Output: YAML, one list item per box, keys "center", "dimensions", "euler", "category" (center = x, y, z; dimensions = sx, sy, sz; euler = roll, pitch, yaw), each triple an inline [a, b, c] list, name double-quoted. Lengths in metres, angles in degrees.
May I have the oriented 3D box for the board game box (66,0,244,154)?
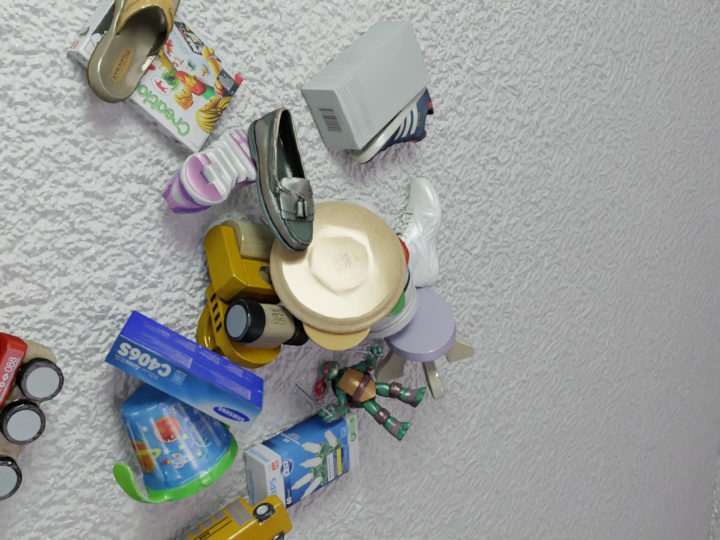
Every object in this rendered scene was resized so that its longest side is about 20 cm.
- center: [-0.250, -0.257, 0.941]
  dimensions: [0.200, 0.035, 0.127]
  euler: [41, 72, -44]
  category: "board game box"

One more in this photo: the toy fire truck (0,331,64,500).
- center: [-0.445, 0.145, 0.800]
  dimensions: [0.199, 0.128, 0.177]
  euler: [26, 82, -35]
  category: "toy fire truck"

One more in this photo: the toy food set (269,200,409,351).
- center: [-0.027, -0.004, 1.044]
  dimensions: [0.198, 0.200, 0.049]
  euler: [-39, 171, -19]
  category: "toy food set"

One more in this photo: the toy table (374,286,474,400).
- center: [0.105, 0.128, 1.315]
  dimensions: [0.200, 0.183, 0.118]
  euler: [-89, 167, -57]
  category: "toy table"

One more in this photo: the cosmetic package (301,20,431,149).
- center: [0.014, -0.293, 1.174]
  dimensions: [0.200, 0.081, 0.113]
  euler: [-47, 130, -28]
  category: "cosmetic package"

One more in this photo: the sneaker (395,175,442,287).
- center: [0.097, -0.067, 1.331]
  dimensions: [0.080, 0.070, 0.202]
  euler: [-3, 98, -25]
  category: "sneaker"

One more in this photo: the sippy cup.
- center: [-0.252, 0.216, 1.008]
  dimensions: [0.139, 0.178, 0.131]
  euler: [-22, 109, 0]
  category: "sippy cup"

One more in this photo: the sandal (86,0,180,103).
- center: [-0.252, -0.287, 0.865]
  dimensions: [0.080, 0.054, 0.201]
  euler: [26, 82, -45]
  category: "sandal"

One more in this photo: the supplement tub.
- center: [0.000, 0.000, 1.194]
  dimensions: [0.141, 0.140, 0.200]
  euler: [-52, 132, -23]
  category: "supplement tub"

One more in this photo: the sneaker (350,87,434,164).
- center: [0.063, -0.231, 1.244]
  dimensions: [0.200, 0.075, 0.085]
  euler: [-51, 128, -24]
  category: "sneaker"

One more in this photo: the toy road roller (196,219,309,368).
- center: [-0.170, 0.042, 1.067]
  dimensions: [0.123, 0.146, 0.201]
  euler: [10, 56, -46]
  category: "toy road roller"

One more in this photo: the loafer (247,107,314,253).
- center: [-0.100, -0.125, 1.001]
  dimensions: [0.072, 0.063, 0.201]
  euler: [1, 66, -49]
  category: "loafer"

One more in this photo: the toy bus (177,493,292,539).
- center: [-0.203, 0.407, 1.114]
  dimensions: [0.199, 0.078, 0.065]
  euler: [-31, 120, -25]
  category: "toy bus"

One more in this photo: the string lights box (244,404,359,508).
- center: [-0.093, 0.312, 1.241]
  dimensions: [0.199, 0.059, 0.103]
  euler: [-21, 117, -41]
  category: "string lights box"

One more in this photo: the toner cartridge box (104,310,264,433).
- center: [-0.221, 0.129, 0.963]
  dimensions: [0.199, 0.095, 0.043]
  euler: [31, 101, -12]
  category: "toner cartridge box"

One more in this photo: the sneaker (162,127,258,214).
- center: [-0.195, -0.129, 1.009]
  dimensions: [0.081, 0.088, 0.200]
  euler: [56, 34, -7]
  category: "sneaker"

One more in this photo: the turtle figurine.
- center: [0.001, 0.193, 1.244]
  dimensions: [0.150, 0.199, 0.101]
  euler: [-62, 179, -6]
  category: "turtle figurine"
